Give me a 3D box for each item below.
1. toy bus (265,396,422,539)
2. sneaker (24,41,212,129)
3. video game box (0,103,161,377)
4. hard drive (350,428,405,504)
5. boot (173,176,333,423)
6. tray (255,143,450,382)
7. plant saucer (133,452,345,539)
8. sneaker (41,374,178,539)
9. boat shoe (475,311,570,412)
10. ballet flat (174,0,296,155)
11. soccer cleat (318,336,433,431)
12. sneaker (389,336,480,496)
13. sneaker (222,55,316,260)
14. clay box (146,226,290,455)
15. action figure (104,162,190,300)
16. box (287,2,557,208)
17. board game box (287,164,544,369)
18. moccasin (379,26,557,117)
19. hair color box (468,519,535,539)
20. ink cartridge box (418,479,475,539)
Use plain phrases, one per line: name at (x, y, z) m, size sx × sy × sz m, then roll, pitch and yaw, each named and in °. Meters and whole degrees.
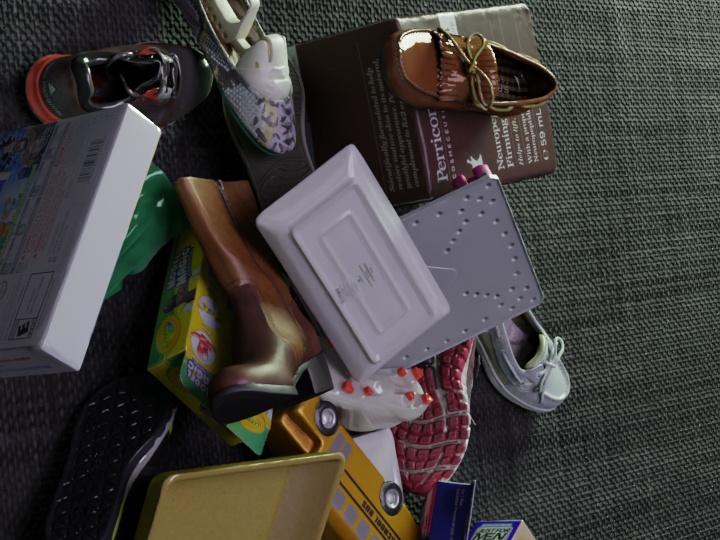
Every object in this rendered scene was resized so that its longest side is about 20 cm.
toy bus at (-0.025, 0.194, 1.647) m, size 0.200 × 0.065 × 0.079 m, roll 53°, pitch 50°, yaw -29°
sneaker at (-0.180, -0.152, 1.553) m, size 0.199 × 0.082 × 0.078 m, roll -18°, pitch 97°, yaw -50°
video game box at (-0.247, -0.016, 1.384) m, size 0.047 × 0.181 × 0.201 m, roll 39°, pitch 57°, yaw -41°
hard drive at (-0.033, 0.227, 1.701) m, size 0.199 × 0.027 × 0.133 m, roll -12°, pitch 93°, yaw -49°
boot at (-0.098, 0.014, 1.513) m, size 0.188 × 0.068 × 0.201 m, roll -11°, pitch 78°, yaw -62°
tray at (0.000, 0.000, 1.585) m, size 0.107 × 0.022 × 0.201 m, roll -37°, pitch 124°, yaw -8°
plant saucer at (-0.121, 0.234, 1.534) m, size 0.199 × 0.048 × 0.201 m, roll -2°, pitch 117°, yaw -46°
sneaker at (-0.204, 0.174, 1.507) m, size 0.083 × 0.071 × 0.201 m, roll 88°, pitch 21°, yaw -50°
boat shoe at (0.159, 0.070, 1.909) m, size 0.202 × 0.064 × 0.075 m, roll 53°, pitch 50°, yaw -29°
ballet flat at (-0.102, -0.196, 1.608) m, size 0.072 × 0.072 × 0.201 m, roll -18°, pitch 75°, yaw -48°
soccer cleat at (-0.016, 0.109, 1.688) m, size 0.199 × 0.077 × 0.070 m, roll 21°, pitch 43°, yaw -48°
sneaker at (0.079, 0.118, 1.809) m, size 0.075 × 0.080 × 0.201 m, roll 48°, pitch 53°, yaw -71°
sneaker at (-0.078, -0.097, 1.681) m, size 0.106 × 0.074 × 0.201 m, roll 90°, pitch -10°, yaw -63°
clay box at (-0.117, 0.054, 1.574) m, size 0.115 × 0.047 × 0.201 m, roll 47°, pitch 34°, yaw -33°
action figure at (-0.225, -0.012, 1.504) m, size 0.200 × 0.054 × 0.118 m, roll -54°, pitch 124°, yaw -30°
box at (0.051, -0.147, 1.749) m, size 0.199 × 0.163 × 0.167 m, roll -15°, pitch 95°, yaw -48°
board game box at (0.051, 0.008, 1.684) m, size 0.200 × 0.199 × 0.026 m, roll 62°, pitch 3°, yaw -51°
moccasin at (0.094, -0.168, 1.618) m, size 0.201 × 0.077 × 0.074 m, roll 14°, pitch 73°, yaw -45°
hair color box at (0.120, 0.351, 1.824) m, size 0.110 × 0.065 × 0.200 m, roll 56°, pitch 46°, yaw -25°
ink cartridge box at (0.073, 0.247, 1.711) m, size 0.037 × 0.200 × 0.095 m, roll 10°, pitch 76°, yaw -3°
